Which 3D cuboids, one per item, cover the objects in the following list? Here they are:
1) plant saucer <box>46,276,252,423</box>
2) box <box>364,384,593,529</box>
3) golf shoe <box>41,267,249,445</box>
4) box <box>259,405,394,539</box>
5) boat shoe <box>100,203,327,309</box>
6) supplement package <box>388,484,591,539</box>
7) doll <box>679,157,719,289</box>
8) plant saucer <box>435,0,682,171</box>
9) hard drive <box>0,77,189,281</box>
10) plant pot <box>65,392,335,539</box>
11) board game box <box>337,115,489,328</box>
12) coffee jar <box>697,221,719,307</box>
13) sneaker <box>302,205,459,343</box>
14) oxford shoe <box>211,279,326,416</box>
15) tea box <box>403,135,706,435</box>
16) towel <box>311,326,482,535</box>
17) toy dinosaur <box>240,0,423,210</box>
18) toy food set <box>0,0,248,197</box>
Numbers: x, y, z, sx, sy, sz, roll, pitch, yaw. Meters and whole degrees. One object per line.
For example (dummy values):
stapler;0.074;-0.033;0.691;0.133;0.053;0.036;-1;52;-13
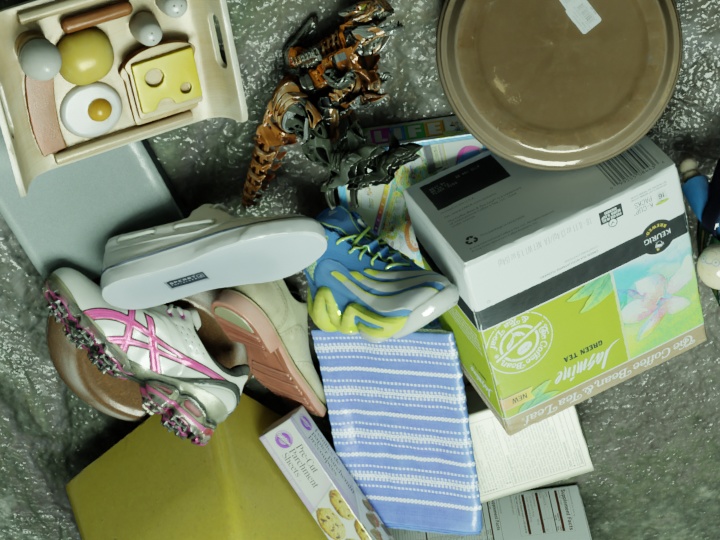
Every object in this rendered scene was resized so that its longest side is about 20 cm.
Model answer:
plant saucer;-0.185;0.071;1.658;0.199;0.037;0.201;-3;124;-4
box;0.109;0.162;1.712;0.199;0.078;0.095;-16;107;6
golf shoe;-0.188;0.059;1.592;0.200;0.073;0.092;42;71;-12
box;-0.017;0.218;1.657;0.041;0.039;0.201;-32;94;23
boat shoe;-0.126;-0.025;1.530;0.199;0.066;0.074;-11;149;9
supplement package;0.133;0.341;1.813;0.199;0.147;0.192;-7;126;1
doll;0.327;-0.079;1.528;0.048;0.136;0.201;26;82;-55
plant saucer;0.159;-0.180;1.462;0.199;0.029;0.202;0;95;4
hard drive;-0.245;-0.084;1.544;0.139;0.033;0.201;-21;125;9
plant pot;-0.126;0.257;1.673;0.194;0.201;0.195;-38;134;20
board game box;0.052;-0.037;1.606;0.133;0.034;0.201;-7;125;0
coffee jar;0.352;0.017;1.573;0.085;0.200;0.105;-5;125;-2
sneaker;0.000;0.000;1.522;0.076;0.200;0.106;-33;104;-30
oxford shoe;-0.064;0.063;1.644;0.070;0.074;0.200;20;155;30
tea box;0.167;-0.004;1.551;0.199;0.134;0.197;-25;129;-8
towel;0.033;0.144;1.635;0.144;0.024;0.201;2;113;29
toy dinosaur;-0.026;-0.127;1.500;0.102;0.136;0.200;-26;159;-43
toy food set;-0.194;-0.153;1.450;0.199;0.060;0.144;-19;122;-14
